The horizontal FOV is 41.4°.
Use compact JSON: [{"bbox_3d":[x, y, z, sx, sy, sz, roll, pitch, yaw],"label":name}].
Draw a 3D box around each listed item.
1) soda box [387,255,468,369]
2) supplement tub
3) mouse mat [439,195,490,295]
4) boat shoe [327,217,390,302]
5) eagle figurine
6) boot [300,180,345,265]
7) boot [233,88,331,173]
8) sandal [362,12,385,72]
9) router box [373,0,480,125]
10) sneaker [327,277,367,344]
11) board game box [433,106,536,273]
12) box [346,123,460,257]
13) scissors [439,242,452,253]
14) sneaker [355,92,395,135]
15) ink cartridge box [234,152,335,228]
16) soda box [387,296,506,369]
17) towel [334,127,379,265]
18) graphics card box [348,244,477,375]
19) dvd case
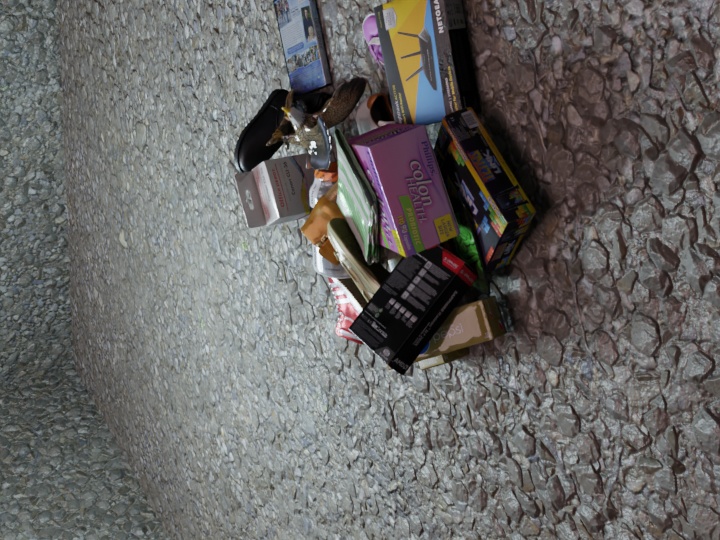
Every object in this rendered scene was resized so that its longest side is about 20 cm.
[{"bbox_3d":[0.118,0.064,1.662,0.064,0.067,0.203,-21,84,48],"label":"soda box"},{"bbox_3d":[-0.035,-0.097,1.800,0.122,0.121,0.203,23,122,52],"label":"supplement tub"},{"bbox_3d":[0.149,-0.051,1.551,0.200,0.007,0.163,31,141,68],"label":"mouse mat"},{"bbox_3d":[0.002,0.000,1.649,0.201,0.073,0.063,50,125,3],"label":"boat shoe"},{"bbox_3d":[-0.077,-0.257,1.701,0.198,0.150,0.155,1,102,40],"label":"eagle figurine"},{"bbox_3d":[0.001,-0.061,1.709,0.200,0.071,0.145,37,112,2],"label":"boot"},{"bbox_3d":[-0.150,-0.268,1.872,0.167,0.076,0.202,18,75,49],"label":"boot"},{"bbox_3d":[0.051,-0.364,1.618,0.204,0.049,0.083,55,143,27],"label":"sandal"},{"bbox_3d":[0.105,-0.335,1.515,0.148,0.051,0.203,-4,100,46],"label":"router box"},{"bbox_3d":[-0.029,0.056,1.901,0.201,0.070,0.113,55,140,27],"label":"sneaker"},{"bbox_3d":[0.179,-0.121,1.469,0.202,0.056,0.166,62,161,22],"label":"board game box"},{"bbox_3d":[0.058,-0.131,1.507,0.200,0.095,0.178,-149,38,-72],"label":"box"},{"bbox_3d":[0.140,-0.048,1.560,0.073,0.014,0.202,-125,18,-53],"label":"scissors"},{"bbox_3d":[0.043,-0.214,1.671,0.084,0.072,0.203,-30,75,60],"label":"sneaker"},{"bbox_3d":[-0.136,-0.159,1.863,0.067,0.198,0.118,-22,84,58],"label":"ink cartridge box"},{"bbox_3d":[0.133,0.103,1.562,0.198,0.067,0.065,-21,85,27],"label":"soda box"},{"bbox_3d":[-0.008,-0.114,1.556,0.201,0.023,0.154,87,159,-62],"label":"towel"},{"bbox_3d":[0.082,0.052,1.526,0.201,0.051,0.125,-52,42,-2],"label":"graphics card box"},{"bbox_3d":[-0.116,-0.454,1.887,0.142,0.017,0.203,-2,101,59],"label":"dvd case"}]
